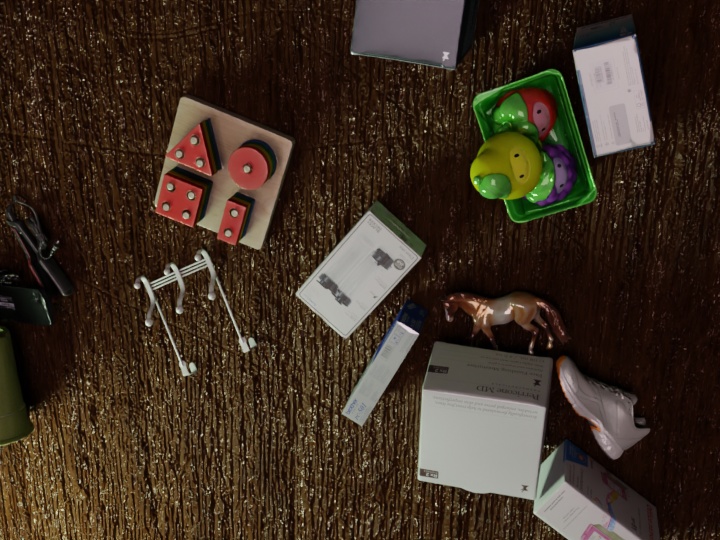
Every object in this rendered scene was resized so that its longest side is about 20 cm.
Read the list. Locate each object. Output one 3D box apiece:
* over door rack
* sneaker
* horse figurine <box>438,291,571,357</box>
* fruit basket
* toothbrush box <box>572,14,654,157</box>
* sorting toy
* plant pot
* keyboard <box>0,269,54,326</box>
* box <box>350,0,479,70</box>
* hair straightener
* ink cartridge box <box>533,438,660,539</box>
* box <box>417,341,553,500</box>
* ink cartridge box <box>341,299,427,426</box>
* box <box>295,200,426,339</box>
[{"bbox_3d":[-0.288,0.081,1.740,0.146,0.067,0.202,-21,104,21],"label":"over door rack"},{"bbox_3d":[0.390,0.204,1.624,0.091,0.076,0.201,-34,107,15],"label":"sneaker"},{"bbox_3d":[0.236,0.081,1.620,0.197,0.050,0.134,-7,115,19],"label":"horse figurine"},{"bbox_3d":[0.239,-0.168,1.441,0.154,0.216,0.218,-16,106,19],"label":"fruit basket"},{"bbox_3d":[0.346,-0.257,1.380,0.084,0.200,0.148,-10,109,18],"label":"toothbrush box"},{"bbox_3d":[-0.231,-0.151,1.635,0.198,0.070,0.201,22,114,5],"label":"sorting toy"},{"bbox_3d":[-0.699,0.202,1.840,0.197,0.200,0.193,4,98,12],"label":"plant pot"},{"bbox_3d":[-0.631,0.041,1.825,0.197,0.040,0.105,5,119,25],"label":"keyboard"},{"bbox_3d":[0.082,-0.359,1.406,0.146,0.200,0.108,11,113,9],"label":"box"},{"bbox_3d":[-0.559,-0.045,1.780,0.076,0.041,0.202,-20,100,20],"label":"hair straightener"},{"bbox_3d":[0.387,0.392,1.649,0.199,0.145,0.085,38,113,-3],"label":"ink cartridge box"},{"bbox_3d":[0.200,0.241,1.628,0.196,0.131,0.202,7,124,11],"label":"box"},{"bbox_3d":[0.040,0.152,1.671,0.044,0.094,0.201,30,114,0],"label":"ink cartridge box"},{"bbox_3d":[0.000,0.000,1.641,0.116,0.060,0.200,40,114,-3],"label":"box"}]
